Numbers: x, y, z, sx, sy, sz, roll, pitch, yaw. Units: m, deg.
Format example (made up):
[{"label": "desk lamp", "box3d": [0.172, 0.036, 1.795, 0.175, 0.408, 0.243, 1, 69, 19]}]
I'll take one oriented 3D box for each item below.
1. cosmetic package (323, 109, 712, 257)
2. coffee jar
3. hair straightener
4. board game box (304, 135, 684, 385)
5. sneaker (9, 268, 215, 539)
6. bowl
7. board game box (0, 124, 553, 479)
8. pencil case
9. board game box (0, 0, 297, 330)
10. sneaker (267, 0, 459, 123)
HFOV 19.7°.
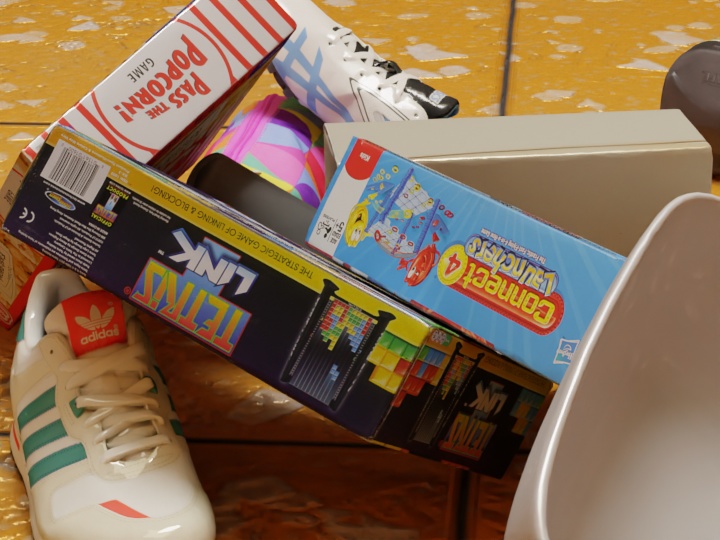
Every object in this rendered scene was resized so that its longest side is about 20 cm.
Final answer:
[{"label": "cosmetic package", "box3d": [0.082, -0.027, 1.116, 0.200, 0.104, 0.073, -4, 22, -6]}, {"label": "coffee jar", "box3d": [0.283, -0.123, 1.379, 0.104, 0.085, 0.200, 18, 27, 32]}, {"label": "hair straightener", "box3d": [0.000, 0.000, 1.029, 0.200, 0.077, 0.041, 32, 65, 6]}, {"label": "board game box", "box3d": [0.107, 0.026, 0.908, 0.200, 0.056, 0.196, 26, 2, -38]}, {"label": "sneaker", "box3d": [-0.116, 0.062, 0.903, 0.070, 0.094, 0.200, -8, 22, -18]}, {"label": "bowl", "box3d": [0.145, 0.094, 0.720, 0.200, 0.075, 0.200, 34, 47, -3]}, {"label": "board game box", "box3d": [-0.033, 0.017, 0.908, 0.200, 0.057, 0.165, 28, 0, 25]}, {"label": "pencil case", "box3d": [-0.058, -0.042, 1.180, 0.088, 0.089, 0.200, 2, 19, 8]}, {"label": "board game box", "box3d": [-0.124, -0.058, 1.055, 0.152, 0.046, 0.200, -45, 2, -25]}, {"label": "sneaker", "box3d": [0.011, -0.100, 1.204, 0.072, 0.200, 0.072, -42, -1, 22]}]
